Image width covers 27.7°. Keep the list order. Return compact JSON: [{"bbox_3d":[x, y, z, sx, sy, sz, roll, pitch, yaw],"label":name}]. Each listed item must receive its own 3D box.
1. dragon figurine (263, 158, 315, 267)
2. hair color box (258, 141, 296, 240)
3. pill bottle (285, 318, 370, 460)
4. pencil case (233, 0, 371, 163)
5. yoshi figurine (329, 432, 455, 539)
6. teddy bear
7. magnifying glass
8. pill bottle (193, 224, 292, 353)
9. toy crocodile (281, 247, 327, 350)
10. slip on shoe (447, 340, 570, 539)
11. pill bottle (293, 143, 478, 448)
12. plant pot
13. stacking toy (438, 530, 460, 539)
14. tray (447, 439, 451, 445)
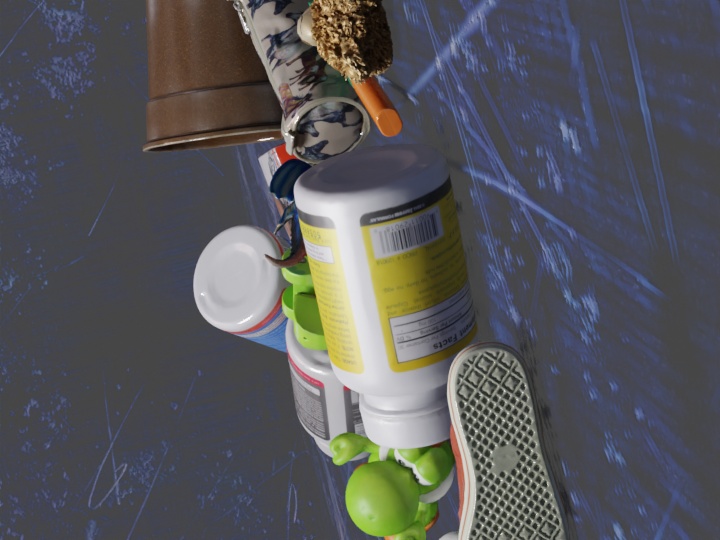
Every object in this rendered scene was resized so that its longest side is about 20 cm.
[{"bbox_3d":[-0.047,-0.060,1.298,0.099,0.200,0.059,25,139,27],"label":"dragon figurine"},{"bbox_3d":[-0.056,-0.086,1.565,0.200,0.064,0.112,-168,56,-83],"label":"hair color box"},{"bbox_3d":[-0.016,0.114,1.512,0.201,0.110,0.111,86,167,-54],"label":"pill bottle"},{"bbox_3d":[-0.055,-0.189,1.310,0.078,0.089,0.201,87,165,-55],"label":"pencil case"},{"bbox_3d":[0.023,0.186,1.223,0.200,0.111,0.113,100,180,-71],"label":"yoshi figurine"},{"bbox_3d":[-0.023,-0.237,1.067,0.201,0.066,0.146,84,171,-47],"label":"teddy bear"},{"bbox_3d":[-0.003,-0.163,1.176,0.080,0.022,0.200,61,-177,-36],"label":"magnifying glass"},{"bbox_3d":[-0.078,0.029,1.553,0.200,0.112,0.113,27,-141,-55],"label":"pill bottle"},{"bbox_3d":[-0.036,-0.015,1.346,0.068,0.061,0.201,93,-176,-46],"label":"toy crocodile"},{"bbox_3d":[0.092,0.142,0.943,0.061,0.073,0.202,-100,1,-83],"label":"slip on shoe"},{"bbox_3d":[0.024,0.020,1.040,0.111,0.110,0.201,-125,22,-68],"label":"pill bottle"},{"bbox_3d":[-0.145,-0.236,1.554,0.200,0.199,0.200,-176,79,-82],"label":"plant pot"},{"bbox_3d":[0.064,0.295,1.312,0.201,0.145,0.147,110,148,-50],"label":"stacking toy"},{"bbox_3d":[0.051,0.093,1.221,0.108,0.022,0.200,60,169,12],"label":"tray"}]
